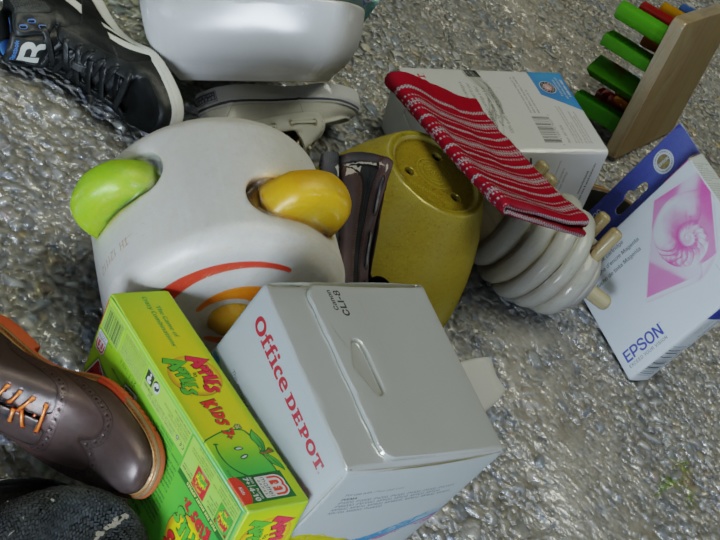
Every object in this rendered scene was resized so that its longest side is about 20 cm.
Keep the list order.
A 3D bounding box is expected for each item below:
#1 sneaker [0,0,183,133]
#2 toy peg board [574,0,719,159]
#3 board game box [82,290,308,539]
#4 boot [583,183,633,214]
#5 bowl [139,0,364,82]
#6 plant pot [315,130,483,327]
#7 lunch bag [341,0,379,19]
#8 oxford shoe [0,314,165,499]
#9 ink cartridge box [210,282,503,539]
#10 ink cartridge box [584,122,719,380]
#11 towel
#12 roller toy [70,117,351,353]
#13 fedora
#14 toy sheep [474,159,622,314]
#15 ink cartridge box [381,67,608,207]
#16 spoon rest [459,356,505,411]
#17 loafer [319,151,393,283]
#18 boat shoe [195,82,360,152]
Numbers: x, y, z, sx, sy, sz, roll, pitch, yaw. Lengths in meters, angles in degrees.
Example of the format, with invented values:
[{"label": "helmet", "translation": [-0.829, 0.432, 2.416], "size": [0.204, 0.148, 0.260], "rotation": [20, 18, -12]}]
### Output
[{"label": "sneaker", "translation": [-0.253, -0.182, 1.068], "size": [0.112, 0.073, 0.200], "rotation": [-18, 57, -44]}, {"label": "toy peg board", "translation": [0.382, -0.274, 1.600], "size": [0.098, 0.200, 0.199], "rotation": [37, 35, 21]}, {"label": "board game box", "translation": [-0.118, 0.116, 0.790], "size": [0.048, 0.102, 0.200], "rotation": [-3, 40, -40]}, {"label": "boot", "translation": [0.245, -0.090, 1.394], "size": [0.200, 0.074, 0.076], "rotation": [20, 35, -19]}, {"label": "bowl", "translation": [-0.096, -0.216, 1.142], "size": [0.199, 0.075, 0.200], "rotation": [1, 9, 5]}, {"label": "plant pot", "translation": [0.032, -0.043, 1.105], "size": [0.200, 0.142, 0.200], "rotation": [23, 41, -22]}, {"label": "lunch bag", "translation": [-0.063, -0.364, 1.364], "size": [0.170, 0.122, 0.200], "rotation": [24, 46, -19]}, {"label": "oxford shoe", "translation": [-0.214, 0.091, 0.779], "size": [0.200, 0.071, 0.073], "rotation": [26, 9, 25]}, {"label": "ink cartridge box", "translation": [-0.031, 0.122, 0.838], "size": [0.144, 0.200, 0.146], "rotation": [0, 53, -40]}, {"label": "ink cartridge box", "translation": [0.311, -0.020, 1.272], "size": [0.043, 0.196, 0.200], "rotation": [0, 52, -42]}, {"label": "towel", "translation": [0.117, -0.111, 1.120], "size": [0.144, 0.023, 0.200], "rotation": [11, 33, -48]}, {"label": "roller toy", "translation": [-0.107, -0.011, 0.919], "size": [0.200, 0.183, 0.140], "rotation": [-12, 56, -8]}, {"label": "fedora", "translation": [-0.193, 0.191, 0.719], "size": [0.200, 0.092, 0.201], "rotation": [23, 40, -21]}, {"label": "toy sheep", "translation": [0.184, -0.024, 1.224], "size": [0.200, 0.138, 0.138], "rotation": [38, 37, -13]}, {"label": "ink cartridge box", "translation": [0.138, -0.142, 1.289], "size": [0.200, 0.084, 0.145], "rotation": [-1, 44, -20]}, {"label": "spoon rest", "translation": [0.052, 0.105, 0.934], "size": [0.061, 0.200, 0.100], "rotation": [-21, 84, -30]}, {"label": "loafer", "translation": [0.000, 0.000, 1.002], "size": [0.063, 0.200, 0.072], "rotation": [-3, 15, -3]}, {"label": "boat shoe", "translation": [-0.074, -0.144, 1.189], "size": [0.200, 0.071, 0.070], "rotation": [-8, 85, -49]}]
